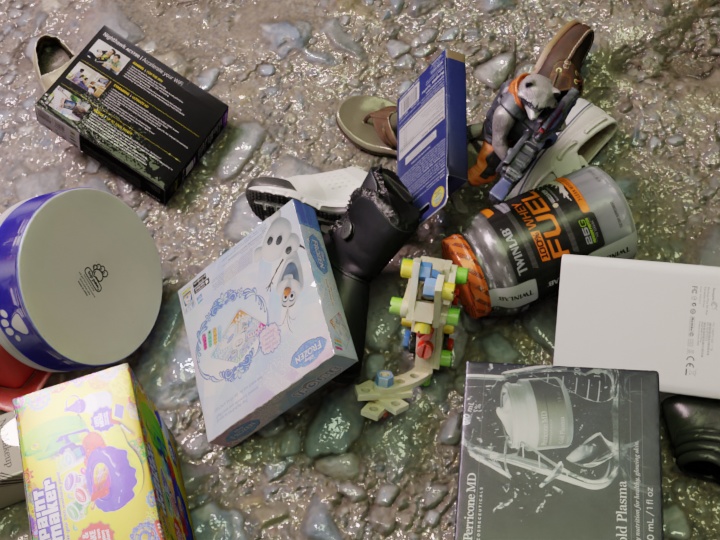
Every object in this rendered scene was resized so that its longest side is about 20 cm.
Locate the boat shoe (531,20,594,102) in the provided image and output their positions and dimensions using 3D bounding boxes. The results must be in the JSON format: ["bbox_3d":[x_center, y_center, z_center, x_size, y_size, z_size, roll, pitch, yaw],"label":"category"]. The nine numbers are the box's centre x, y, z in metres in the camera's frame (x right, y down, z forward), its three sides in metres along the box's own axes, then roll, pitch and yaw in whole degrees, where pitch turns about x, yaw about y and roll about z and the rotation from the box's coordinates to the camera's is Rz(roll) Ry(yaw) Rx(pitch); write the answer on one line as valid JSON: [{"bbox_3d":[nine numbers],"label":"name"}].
[{"bbox_3d":[0.244,-0.227,1.366,0.070,0.071,0.201,28,75,30],"label":"boat shoe"}]

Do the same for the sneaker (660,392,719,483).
[{"bbox_3d":[0.411,0.172,1.114,0.198,0.071,0.100,-2,61,13],"label":"sneaker"}]

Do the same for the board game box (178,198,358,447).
[{"bbox_3d":[-0.108,0.059,1.195,0.199,0.043,0.201,-36,53,28],"label":"board game box"}]

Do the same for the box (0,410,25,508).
[{"bbox_3d":[-0.442,0.227,1.182,0.198,0.069,0.083,-22,59,-5],"label":"box"}]

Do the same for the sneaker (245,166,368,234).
[{"bbox_3d":[-0.041,-0.088,1.324,0.198,0.074,0.081,9,56,2],"label":"sneaker"}]

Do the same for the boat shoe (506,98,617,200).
[{"bbox_3d":[0.244,-0.124,1.308,0.069,0.071,0.200,30,62,23],"label":"boat shoe"}]

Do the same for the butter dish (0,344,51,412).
[{"bbox_3d":[-0.432,0.028,1.252,0.198,0.148,0.201,20,64,17],"label":"butter dish"}]

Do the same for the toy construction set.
[{"bbox_3d":[0.063,0.069,1.162,0.091,0.202,0.131,21,27,1],"label":"toy construction set"}]

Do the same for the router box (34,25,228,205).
[{"bbox_3d":[-0.290,-0.200,1.391,0.199,0.051,0.150,33,67,2],"label":"router box"}]

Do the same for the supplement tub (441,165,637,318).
[{"bbox_3d":[0.199,-0.028,1.223,0.198,0.123,0.123,-24,59,-7],"label":"supplement tub"}]

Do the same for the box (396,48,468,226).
[{"bbox_3d":[0.081,-0.139,1.257,0.032,0.121,0.202,14,63,-23],"label":"box"}]

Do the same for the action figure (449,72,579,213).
[{"bbox_3d":[0.153,-0.147,1.222,0.104,0.194,0.200,41,49,-1],"label":"action figure"}]

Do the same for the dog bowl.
[{"bbox_3d":[-0.320,0.011,1.213,0.078,0.200,0.202,-8,53,38],"label":"dog bowl"}]

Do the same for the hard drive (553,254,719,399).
[{"bbox_3d":[0.304,0.058,1.124,0.198,0.026,0.134,5,94,22],"label":"hard drive"}]

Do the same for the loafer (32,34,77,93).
[{"bbox_3d":[-0.390,-0.242,1.452,0.075,0.069,0.200,-35,62,-13],"label":"loafer"}]

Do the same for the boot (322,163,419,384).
[{"bbox_3d":[0.000,0.000,1.194,0.076,0.168,0.201,19,42,-26],"label":"boot"}]

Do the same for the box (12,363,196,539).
[{"bbox_3d":[-0.246,0.236,1.081,0.121,0.193,0.201,-17,59,-4],"label":"box"}]

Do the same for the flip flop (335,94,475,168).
[{"bbox_3d":[0.057,-0.172,1.362,0.199,0.058,0.081,33,68,23],"label":"flip flop"}]

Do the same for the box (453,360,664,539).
[{"bbox_3d":[0.197,0.209,1.086,0.194,0.124,0.202,1,60,10],"label":"box"}]
